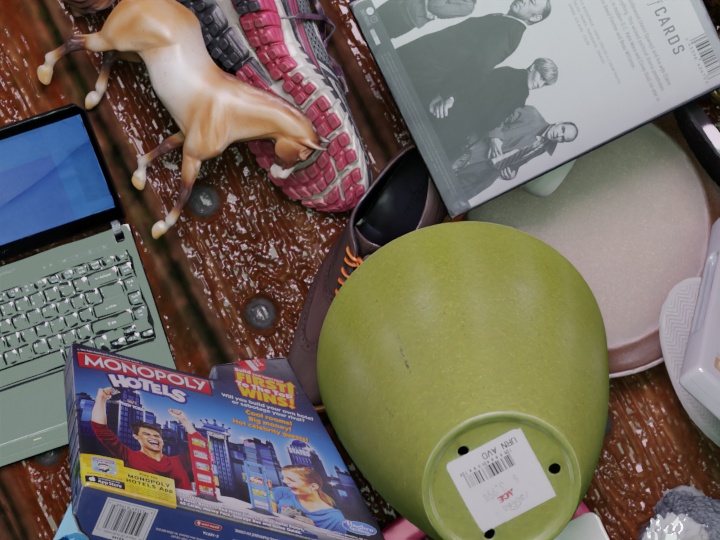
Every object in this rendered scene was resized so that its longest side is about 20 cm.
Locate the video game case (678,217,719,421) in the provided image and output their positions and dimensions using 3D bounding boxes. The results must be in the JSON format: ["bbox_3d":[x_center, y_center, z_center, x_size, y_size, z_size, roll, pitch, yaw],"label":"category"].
[{"bbox_3d":[0.285,0.076,1.658,0.200,0.183,0.023,41,123,-13],"label":"video game case"}]

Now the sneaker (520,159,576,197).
[{"bbox_3d":[0.117,-0.150,1.698,0.082,0.074,0.201,15,93,-11],"label":"sneaker"}]

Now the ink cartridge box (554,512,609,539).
[{"bbox_3d":[0.079,0.240,1.640,0.200,0.067,0.117,-31,84,30],"label":"ink cartridge box"}]

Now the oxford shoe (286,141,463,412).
[{"bbox_3d":[0.000,0.000,1.717,0.071,0.072,0.201,30,98,20],"label":"oxford shoe"}]

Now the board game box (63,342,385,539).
[{"bbox_3d":[-0.092,0.119,1.649,0.199,0.200,0.062,16,117,-17],"label":"board game box"}]

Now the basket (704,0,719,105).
[{"bbox_3d":[0.271,-0.174,1.709,0.200,0.149,0.143,36,87,0],"label":"basket"}]

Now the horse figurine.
[{"bbox_3d":[-0.127,-0.120,1.721,0.132,0.050,0.200,-40,81,30],"label":"horse figurine"}]

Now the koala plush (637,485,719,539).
[{"bbox_3d":[0.234,0.232,1.679,0.183,0.177,0.201,-28,92,15],"label":"koala plush"}]

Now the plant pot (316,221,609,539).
[{"bbox_3d":[0.071,0.090,1.605,0.186,0.200,0.188,-1,109,-3],"label":"plant pot"}]

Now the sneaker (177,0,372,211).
[{"bbox_3d":[-0.041,-0.133,1.739,0.080,0.075,0.201,-18,101,40],"label":"sneaker"}]

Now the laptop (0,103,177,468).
[{"bbox_3d":[-0.226,0.019,1.709,0.176,0.103,0.201,-18,87,-2],"label":"laptop"}]

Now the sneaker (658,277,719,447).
[{"bbox_3d":[0.277,0.089,1.726,0.074,0.115,0.200,-41,73,29],"label":"sneaker"}]

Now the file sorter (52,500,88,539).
[{"bbox_3d":[-0.155,0.241,1.689,0.138,0.123,0.201,25,86,0],"label":"file sorter"}]

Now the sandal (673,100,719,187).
[{"bbox_3d":[0.275,-0.043,1.703,0.045,0.075,0.200,-44,87,-1],"label":"sandal"}]

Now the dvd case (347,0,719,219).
[{"bbox_3d":[0.113,-0.142,1.652,0.199,0.025,0.151,-26,99,1],"label":"dvd case"}]

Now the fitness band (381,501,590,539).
[{"bbox_3d":[0.071,0.216,1.739,0.200,0.037,0.144,-36,88,-4],"label":"fitness band"}]

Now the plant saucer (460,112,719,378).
[{"bbox_3d":[0.151,-0.029,1.755,0.199,0.034,0.201,0,88,-2],"label":"plant saucer"}]
